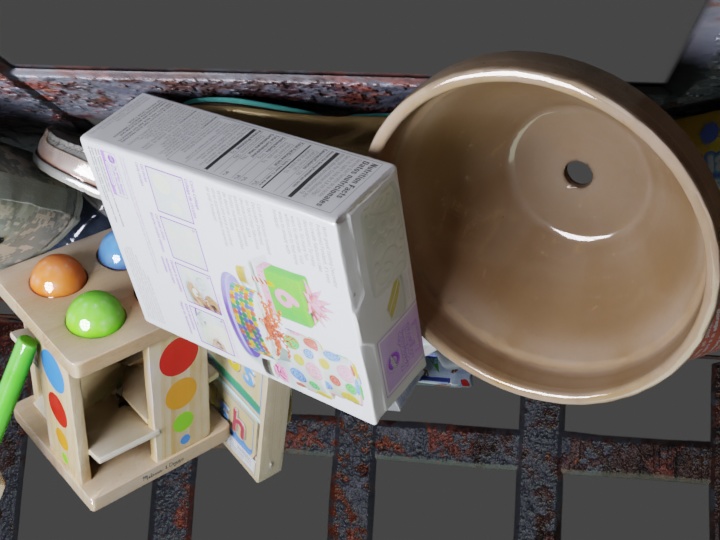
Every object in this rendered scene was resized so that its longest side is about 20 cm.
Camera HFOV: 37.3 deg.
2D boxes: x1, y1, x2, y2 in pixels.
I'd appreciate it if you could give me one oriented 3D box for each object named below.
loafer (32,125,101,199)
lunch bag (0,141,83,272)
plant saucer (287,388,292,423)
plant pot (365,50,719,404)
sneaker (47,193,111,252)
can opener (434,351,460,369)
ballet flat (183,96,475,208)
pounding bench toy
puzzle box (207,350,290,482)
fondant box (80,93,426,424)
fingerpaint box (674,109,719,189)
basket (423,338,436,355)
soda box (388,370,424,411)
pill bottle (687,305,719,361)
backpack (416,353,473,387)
[{"bbox_3d":[-0.127,-0.070,0.752,0.197,0.064,0.072,21,-163,-7],"label":"loafer"},{"bbox_3d":[-0.312,-0.049,0.730,0.197,0.120,0.164,3,176,17],"label":"lunch bag"},{"bbox_3d":[-0.092,0.030,0.893,0.035,0.203,0.200,-8,175,-11],"label":"plant saucer"},{"bbox_3d":[0.106,-0.034,0.584,0.199,0.203,0.093,-1,-148,34],"label":"plant pot"},{"bbox_3d":[-0.213,0.002,0.943,0.077,0.147,0.202,41,-174,29],"label":"sneaker"},{"bbox_3d":[0.134,0.006,0.853,0.200,0.067,0.052,-43,157,31],"label":"can opener"},{"bbox_3d":[-0.020,-0.069,0.655,0.197,0.064,0.069,3,174,5],"label":"ballet flat"},{"bbox_3d":[-0.209,0.072,0.770,0.198,0.158,0.124,-25,-135,-34],"label":"pounding bench toy"},{"bbox_3d":[-0.125,0.057,0.847,0.025,0.134,0.200,-23,-131,-34],"label":"puzzle box"},{"bbox_3d":[-0.063,-0.011,0.629,0.198,0.146,0.058,21,-132,34],"label":"fondant box"},{"bbox_3d":[0.275,-0.049,0.617,0.165,0.075,0.199,8,171,-37],"label":"fingerpaint box"},{"bbox_3d":[0.000,0.000,0.892,0.121,0.138,0.200,7,171,-4],"label":"basket"},{"bbox_3d":[-0.006,0.059,1.165,0.067,0.064,0.202,-2,127,40],"label":"soda box"},{"bbox_3d":[0.241,0.007,0.787,0.197,0.114,0.112,-13,180,-24],"label":"pill bottle"},{"bbox_3d":[0.066,0.062,1.313,0.188,0.156,0.200,16,174,-9],"label":"backpack"}]
